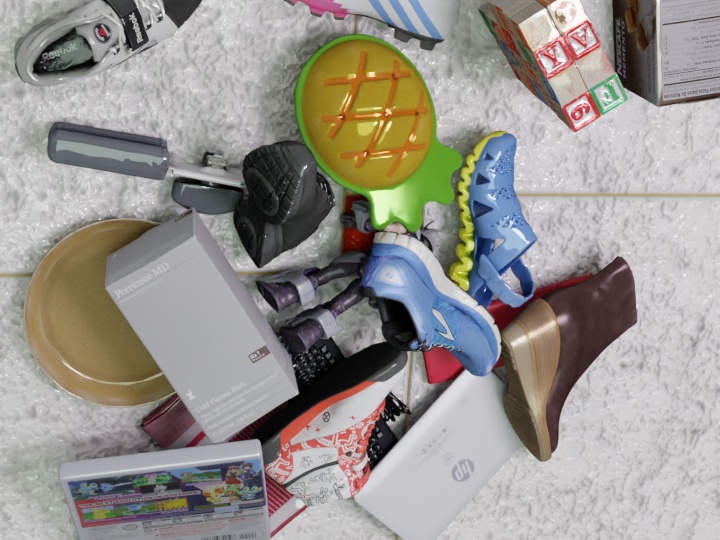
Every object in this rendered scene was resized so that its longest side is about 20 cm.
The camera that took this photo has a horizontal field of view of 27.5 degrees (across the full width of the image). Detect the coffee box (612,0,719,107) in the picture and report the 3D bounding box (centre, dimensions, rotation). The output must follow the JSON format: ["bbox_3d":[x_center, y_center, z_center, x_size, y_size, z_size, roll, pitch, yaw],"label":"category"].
[{"bbox_3d":[0.300,-0.273,1.430,0.079,0.114,0.202,-9,112,-9],"label":"coffee box"}]

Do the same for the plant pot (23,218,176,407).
[{"bbox_3d":[-0.236,0.040,1.472,0.198,0.028,0.202,-4,110,-10],"label":"plant pot"}]

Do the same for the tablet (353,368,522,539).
[{"bbox_3d":[0.096,0.203,1.592,0.200,0.014,0.130,-47,122,2],"label":"tablet"}]

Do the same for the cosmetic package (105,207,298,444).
[{"bbox_3d":[-0.154,0.053,1.434,0.106,0.090,0.201,-31,116,5],"label":"cosmetic package"}]

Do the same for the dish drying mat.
[{"bbox_3d":[0.161,0.063,1.573,0.198,0.018,0.077,-16,113,-7],"label":"dish drying mat"}]

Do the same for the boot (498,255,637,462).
[{"bbox_3d":[0.230,0.098,1.555,0.165,0.072,0.201,-29,131,-17],"label":"boot"}]

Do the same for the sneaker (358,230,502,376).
[{"bbox_3d":[0.062,0.050,1.454,0.200,0.078,0.090,43,68,-32],"label":"sneaker"}]

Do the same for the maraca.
[{"bbox_3d":[0.018,-0.132,1.418,0.137,0.107,0.201,-38,107,-10],"label":"maraca"}]

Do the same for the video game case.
[{"bbox_3d":[-0.194,0.236,1.498,0.198,0.023,0.183,-6,143,-4],"label":"video game case"}]

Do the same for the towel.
[{"bbox_3d":[-0.115,0.185,1.554,0.144,0.023,0.200,-39,113,4],"label":"towel"}]

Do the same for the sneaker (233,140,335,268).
[{"bbox_3d":[-0.065,-0.075,1.401,0.090,0.200,0.076,-24,78,-21],"label":"sneaker"}]

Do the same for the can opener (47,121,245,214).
[{"bbox_3d":[-0.204,-0.097,1.415,0.198,0.053,0.067,13,107,-16],"label":"can opener"}]

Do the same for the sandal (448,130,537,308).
[{"bbox_3d":[0.142,-0.043,1.485,0.079,0.086,0.202,-31,131,-49],"label":"sandal"}]

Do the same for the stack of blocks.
[{"bbox_3d":[0.171,-0.217,1.374,0.058,0.200,0.116,-31,113,3],"label":"stack of blocks"}]

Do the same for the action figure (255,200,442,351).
[{"bbox_3d":[0.000,0.000,1.489,0.199,0.069,0.131,-28,107,-17],"label":"action figure"}]

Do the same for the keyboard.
[{"bbox_3d":[-0.013,0.135,1.537,0.104,0.040,0.201,-38,114,-12],"label":"keyboard"}]

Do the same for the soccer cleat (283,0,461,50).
[{"bbox_3d":[0.007,-0.276,1.388,0.198,0.070,0.087,13,115,-24],"label":"soccer cleat"}]

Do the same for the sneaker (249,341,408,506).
[{"bbox_3d":[-0.009,0.161,1.504,0.201,0.067,0.108,-36,111,16],"label":"sneaker"}]

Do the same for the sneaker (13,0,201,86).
[{"bbox_3d":[-0.224,-0.221,1.349,0.199,0.089,0.074,-32,112,-1],"label":"sneaker"}]
